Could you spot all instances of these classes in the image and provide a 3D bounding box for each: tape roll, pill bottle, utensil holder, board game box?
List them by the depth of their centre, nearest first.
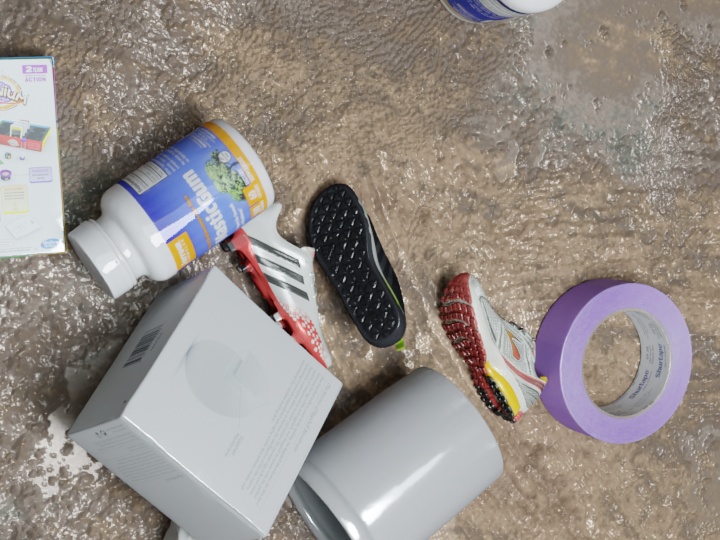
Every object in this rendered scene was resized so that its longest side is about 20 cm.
[{"bbox_3d":[-0.378,-0.112,1.241,0.152,0.040,0.201,-5,97,-23],"label":"board game box"},{"bbox_3d":[-0.198,-0.060,1.287,0.200,0.112,0.112,-37,108,-17],"label":"pill bottle"},{"bbox_3d":[0.173,-0.343,1.377,0.119,0.200,0.121,-2,96,-24],"label":"pill bottle"},{"bbox_3d":[0.036,0.228,1.393,0.200,0.170,0.171,-35,108,-20],"label":"utensil holder"},{"bbox_3d":[0.318,0.113,1.560,0.199,0.066,0.202,-2,95,-23],"label":"tape roll"}]

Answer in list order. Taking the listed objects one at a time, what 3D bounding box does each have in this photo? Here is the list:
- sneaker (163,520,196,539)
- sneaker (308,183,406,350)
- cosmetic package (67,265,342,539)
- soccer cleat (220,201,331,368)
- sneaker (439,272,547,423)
[{"bbox_3d":[-0.169,0.297,1.359,0.088,0.075,0.201,11,88,-30],"label":"sneaker"},{"bbox_3d":[0.000,0.000,1.414,0.071,0.083,0.201,-21,84,13],"label":"sneaker"},{"bbox_3d":[-0.156,0.143,1.285,0.200,0.123,0.200,44,52,-20],"label":"cosmetic package"},{"bbox_3d":[-0.074,0.018,1.376,0.085,0.069,0.201,-35,103,-13],"label":"soccer cleat"},{"bbox_3d":[0.161,0.083,1.488,0.082,0.078,0.201,-38,118,-20],"label":"sneaker"}]
